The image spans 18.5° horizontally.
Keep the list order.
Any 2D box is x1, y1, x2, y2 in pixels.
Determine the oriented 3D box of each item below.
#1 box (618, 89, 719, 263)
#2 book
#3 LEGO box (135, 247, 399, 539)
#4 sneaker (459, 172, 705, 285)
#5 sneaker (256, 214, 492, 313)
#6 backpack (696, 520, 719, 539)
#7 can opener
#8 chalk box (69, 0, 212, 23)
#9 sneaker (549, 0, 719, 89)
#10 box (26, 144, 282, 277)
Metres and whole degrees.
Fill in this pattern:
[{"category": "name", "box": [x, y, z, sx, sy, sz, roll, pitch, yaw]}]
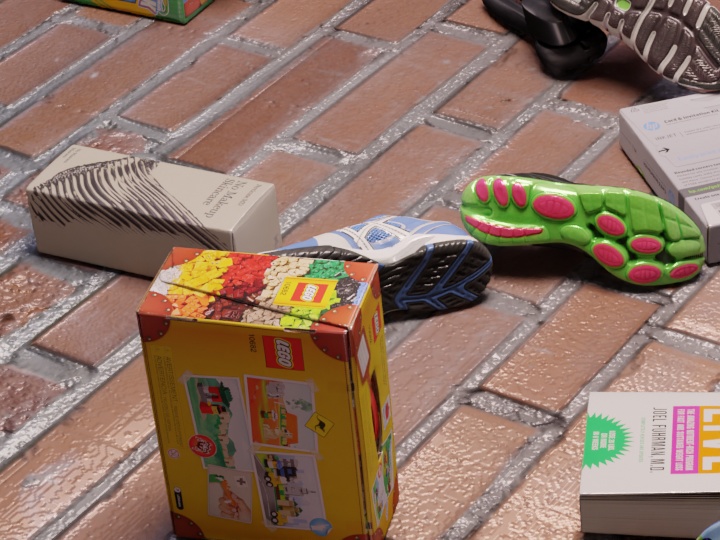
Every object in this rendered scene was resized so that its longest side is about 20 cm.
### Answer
[{"category": "box", "box": [0.323, -0.087, 1.855, 0.156, 0.041, 0.200, -12, 36, -11]}, {"category": "book", "box": [0.256, 0.133, 1.545, 0.199, 0.048, 0.134, -1, 30, 10]}, {"category": "LEGO box", "box": [-0.059, 0.091, 1.504, 0.149, 0.200, 0.077, 5, 36, 14]}, {"category": "sneaker", "box": [0.182, -0.044, 1.777, 0.200, 0.077, 0.084, 17, 19, 10]}, {"category": "sneaker", "box": [0.000, 0.000, 1.754, 0.199, 0.076, 0.077, -4, 27, -15]}, {"category": "backpack", "box": [0.289, 0.221, 1.295, 0.200, 0.183, 0.135, -4, 49, 28]}, {"category": "can opener", "box": [0.172, -0.240, 2.084, 0.063, 0.079, 0.200, -21, 27, -9]}, {"category": "chalk box", "box": [-0.196, -0.334, 2.217, 0.200, 0.124, 0.125, 15, 38, 26]}, {"category": "sneaker", "box": [0.267, -0.225, 1.983, 0.200, 0.076, 0.115, 35, 13, 20]}, {"category": "box", "box": [-0.171, -0.043, 1.833, 0.200, 0.069, 0.082, 11, 37, 23]}]
